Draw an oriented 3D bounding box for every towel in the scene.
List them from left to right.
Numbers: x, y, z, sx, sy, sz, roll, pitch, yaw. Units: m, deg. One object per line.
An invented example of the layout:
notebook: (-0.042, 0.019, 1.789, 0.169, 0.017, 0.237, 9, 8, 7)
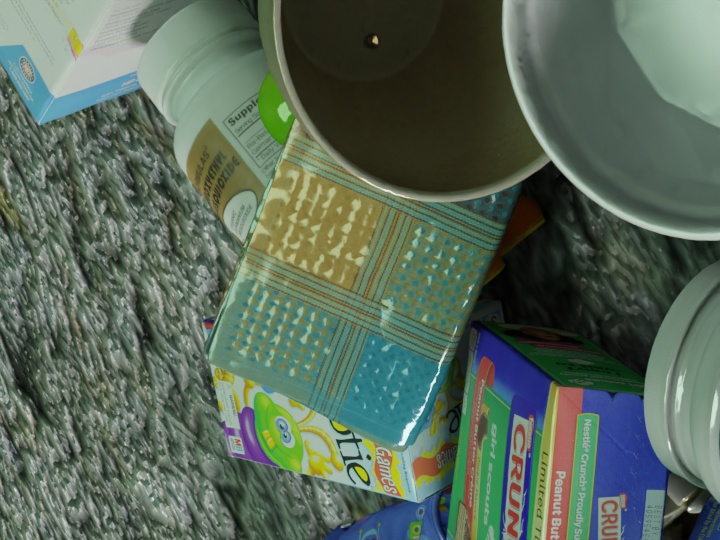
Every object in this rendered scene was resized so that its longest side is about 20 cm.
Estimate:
towel: (0.000, 0.000, 1.274, 0.146, 0.022, 0.201, 26, 117, 7)

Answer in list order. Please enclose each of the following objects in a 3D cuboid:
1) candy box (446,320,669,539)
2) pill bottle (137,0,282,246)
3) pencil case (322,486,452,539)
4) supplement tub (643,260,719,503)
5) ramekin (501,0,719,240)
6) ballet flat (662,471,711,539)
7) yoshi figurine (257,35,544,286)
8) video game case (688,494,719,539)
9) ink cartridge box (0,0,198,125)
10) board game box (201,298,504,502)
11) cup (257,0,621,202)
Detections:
candy box: (0.111, 0.131, 1.234, 0.200, 0.076, 0.171, -144, 59, -75)
pill bottle: (-0.058, -0.082, 1.409, 0.200, 0.114, 0.115, 51, 141, 21)
pencil case: (0.037, 0.192, 1.462, 0.200, 0.078, 0.088, -36, 72, 53)
supplement tub: (0.257, 0.075, 1.071, 0.199, 0.140, 0.142, 20, 123, 45)
ramekin: (0.181, -0.125, 1.056, 0.199, 0.105, 0.202, 12, 114, 28)
ballet flat: (0.191, 0.129, 1.243, 0.074, 0.074, 0.201, 52, 141, 20)
yoshi figurine: (0.011, -0.072, 1.307, 0.200, 0.112, 0.112, 51, -176, -4)
video game case: (0.231, 0.225, 1.105, 0.180, 0.201, 0.046, 11, 148, 31)
ink cartridge box: (-0.173, -0.219, 1.472, 0.129, 0.125, 0.200, 59, 143, 10)
board game box: (0.000, 0.075, 1.425, 0.199, 0.104, 0.104, 7, 113, 49)
cup: (0.023, -0.149, 1.169, 0.143, 0.199, 0.202, -152, 49, -66)
